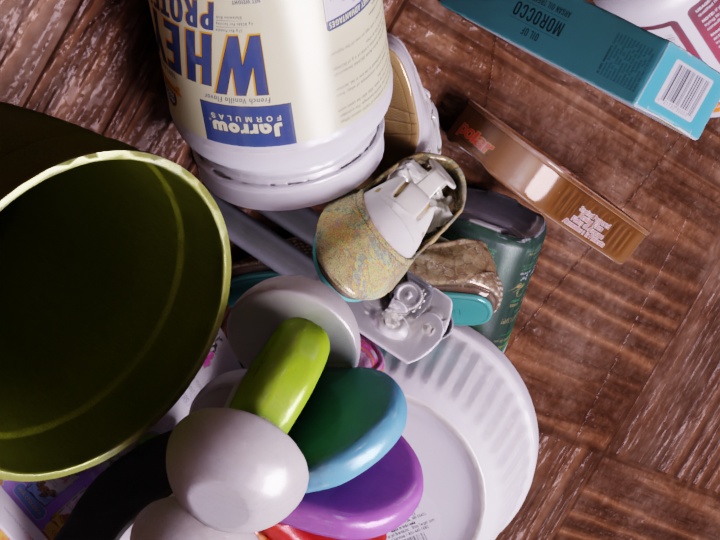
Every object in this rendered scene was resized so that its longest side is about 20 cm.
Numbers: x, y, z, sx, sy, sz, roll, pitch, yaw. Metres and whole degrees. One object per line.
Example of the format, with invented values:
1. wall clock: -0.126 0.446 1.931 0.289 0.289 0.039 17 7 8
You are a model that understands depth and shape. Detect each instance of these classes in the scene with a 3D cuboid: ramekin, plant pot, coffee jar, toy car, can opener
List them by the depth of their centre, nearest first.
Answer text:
1. plant pot: -0.211 -0.013 1.223 0.200 0.193 0.201 -23 129 -32
2. toy car: -0.039 0.118 1.270 0.175 0.150 0.200 -66 -179 -48
3. can opener: -0.026 -0.008 1.429 0.053 0.200 0.067 -56 174 1
4. ramekin: 0.022 0.135 1.517 0.105 0.200 0.201 -57 162 -67
5. coffee jar: 0.069 0.044 1.590 0.104 0.085 0.200 -49 158 -71

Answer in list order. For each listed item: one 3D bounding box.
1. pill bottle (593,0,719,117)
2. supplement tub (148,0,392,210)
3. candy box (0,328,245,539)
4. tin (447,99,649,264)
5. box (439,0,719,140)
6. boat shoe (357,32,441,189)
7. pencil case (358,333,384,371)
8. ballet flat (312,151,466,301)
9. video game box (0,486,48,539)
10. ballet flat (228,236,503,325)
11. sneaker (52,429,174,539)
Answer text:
1. pill bottle: 0.235 -0.209 1.574 0.113 0.113 0.200 -51 139 -5
2. supplement tub: -0.056 -0.153 1.314 0.145 0.145 0.200 -30 132 -26
3. candy box: -0.182 0.085 1.405 0.200 0.072 0.168 -42 137 -14
4. tin: 0.139 -0.064 1.581 0.042 0.112 0.200 -50 138 9
5. box: 0.152 -0.158 1.462 0.082 0.200 0.049 21 100 -48
6. boat shoe: 0.021 -0.102 1.482 0.200 0.071 0.069 83 28 -51
7. pencil case: -0.058 0.123 1.429 0.087 0.087 0.200 4 123 -44
8. ballet flat: 0.024 -0.036 1.368 0.200 0.071 0.071 -41 151 -68
9. video game box: -0.288 0.207 1.352 0.182 0.047 0.200 -26 136 4
10. ballet flat: 0.000 0.000 1.495 0.199 0.065 0.071 5 146 -1
11. sneaker: -0.136 0.203 1.367 0.200 0.083 0.121 -51 131 -39
